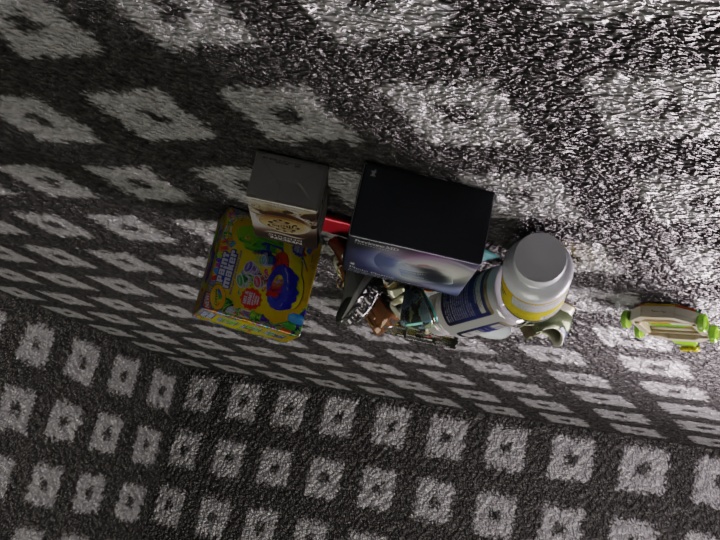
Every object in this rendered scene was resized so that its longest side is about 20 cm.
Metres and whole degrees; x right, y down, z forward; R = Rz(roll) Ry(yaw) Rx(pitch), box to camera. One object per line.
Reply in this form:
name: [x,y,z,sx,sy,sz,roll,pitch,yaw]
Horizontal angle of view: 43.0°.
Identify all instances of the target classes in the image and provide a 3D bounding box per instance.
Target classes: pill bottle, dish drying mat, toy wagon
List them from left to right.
dish drying mat: [-0.051,-0.084,1.616,0.199,0.018,0.077,16,166,-8]
pill bottle: [0.210,0.063,1.686,0.111,0.111,0.200,23,152,-33]
pill bottle: [0.284,0.009,1.476,0.112,0.112,0.200,11,164,10]
toy wagon: [0.590,0.109,1.718,0.155,0.040,0.200,2,162,39]

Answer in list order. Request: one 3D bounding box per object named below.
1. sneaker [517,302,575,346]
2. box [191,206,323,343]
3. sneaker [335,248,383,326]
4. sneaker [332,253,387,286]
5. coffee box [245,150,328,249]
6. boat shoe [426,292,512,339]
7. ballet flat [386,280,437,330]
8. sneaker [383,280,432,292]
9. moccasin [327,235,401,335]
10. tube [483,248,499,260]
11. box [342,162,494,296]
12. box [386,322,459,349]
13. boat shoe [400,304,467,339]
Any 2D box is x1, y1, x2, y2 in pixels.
sneaker: [0.327,0.087,1.764,0.200,0.090,0.067,20,165,-23]
box: [-0.196,0.013,1.737,0.192,0.201,0.122,17,165,-16]
sneaker: [0.000,0.000,1.534,0.079,0.201,0.074,17,166,21]
sneaker: [-0.001,0.014,1.813,0.087,0.076,0.200,-1,159,42]
coffee box: [-0.114,-0.108,1.458,0.113,0.080,0.200,12,165,1]
boat shoe: [0.211,0.070,1.813,0.199,0.074,0.068,20,-149,13]
ballet flat: [0.077,0.037,1.531,0.074,0.074,0.200,17,-159,-13]
sneaker: [0.051,-0.002,1.725,0.200,0.076,0.092,21,168,-23]
moccasin: [-0.003,0.024,1.610,0.078,0.202,0.074,-42,160,20]
tube: [0.142,-0.028,1.606,0.200,0.051,0.077,-8,160,44]
box: [0.081,-0.057,1.398,0.199,0.124,0.198,13,164,0]
box: [0.141,0.130,2.170,0.199,0.050,0.160,12,163,5]
boat shoe: [0.154,0.110,2.048,0.200,0.066,0.072,10,165,12]
